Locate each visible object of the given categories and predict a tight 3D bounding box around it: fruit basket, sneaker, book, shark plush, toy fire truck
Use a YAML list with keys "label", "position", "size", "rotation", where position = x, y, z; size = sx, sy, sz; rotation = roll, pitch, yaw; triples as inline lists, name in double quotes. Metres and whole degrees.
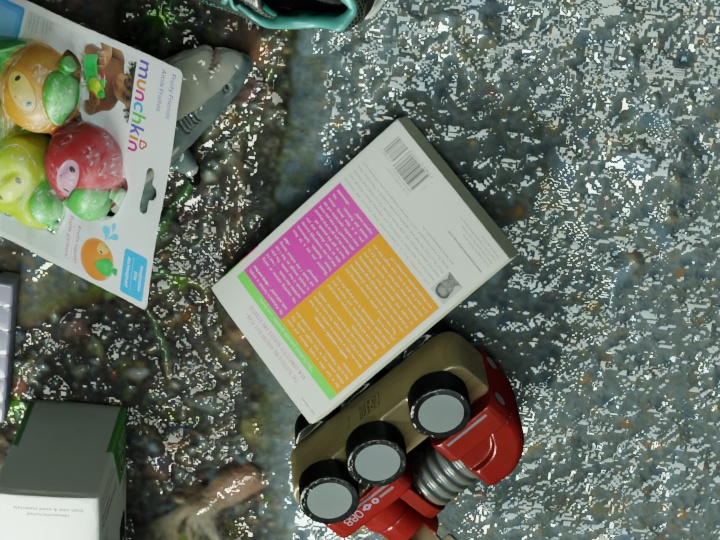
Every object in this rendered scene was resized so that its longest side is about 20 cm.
- label: "fruit basket"
  position: [-0.219, -0.088, 1.444]
  size: [0.200, 0.094, 0.186]
  rotation: [29, 119, 32]
- label: "sneaker"
  position: [-0.080, -0.210, 1.419]
  size: [0.200, 0.091, 0.078]
  rotation: [9, 114, 0]
- label: "book"
  position: [0.000, 0.000, 1.517]
  size: [0.200, 0.048, 0.134]
  rotation: [-40, 84, 19]
- label: "shark plush"
  position: [-0.147, -0.076, 1.500]
  size: [0.083, 0.091, 0.200]
  rotation: [5, 112, -33]
- label: "toy fire truck"
  position: [0.068, 0.169, 1.574]
  size: [0.176, 0.129, 0.200]
  rotation: [-40, 118, 18]

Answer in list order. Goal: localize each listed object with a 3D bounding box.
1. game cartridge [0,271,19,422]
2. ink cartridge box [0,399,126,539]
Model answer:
- label: "game cartridge"
  position: [-0.370, 0.050, 1.587]
  size: [0.200, 0.038, 0.130]
  rotation: [8, 110, 0]
- label: "ink cartridge box"
  position: [-0.233, 0.224, 1.595]
  size: [0.083, 0.147, 0.200]
  rotation: [4, 115, 1]
